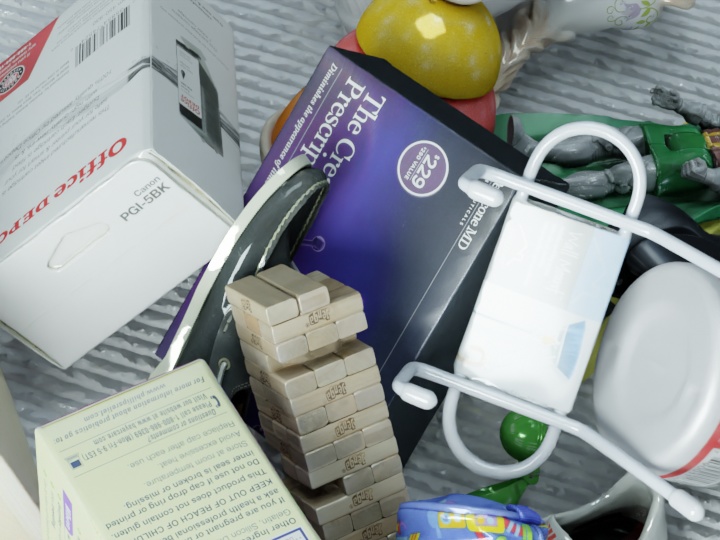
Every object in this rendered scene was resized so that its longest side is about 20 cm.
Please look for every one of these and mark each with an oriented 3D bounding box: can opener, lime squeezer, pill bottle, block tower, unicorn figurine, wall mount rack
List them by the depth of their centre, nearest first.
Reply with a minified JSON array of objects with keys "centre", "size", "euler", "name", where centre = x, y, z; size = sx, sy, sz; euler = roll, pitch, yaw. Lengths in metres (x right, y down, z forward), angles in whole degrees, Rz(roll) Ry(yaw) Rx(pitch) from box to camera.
[{"centre":[0.116,0.033,1.369],"size":[0.173,0.201,0.075],"euler":[20,16,7],"name":"wall mount rack"},{"centre":[-0.014,0.098,1.388],"size":[0.054,0.201,0.058],"euler":[-21,21,-21],"name":"block tower"},{"centre":[0.235,0.070,1.445],"size":[0.199,0.114,0.114],"euler":[14,44,-30],"name":"pill bottle"},{"centre":[0.071,0.095,1.482],"size":[0.070,0.038,0.200],"euler":[38,74,3],"name":"lime squeezer"},{"centre":[0.204,0.004,1.531],"size":[0.199,0.063,0.079],"euler":[9,39,-47],"name":"can opener"},{"centre":[0.121,-0.164,1.688],"size":[0.199,0.074,0.138],"euler":[-23,33,1],"name":"unicorn figurine"}]

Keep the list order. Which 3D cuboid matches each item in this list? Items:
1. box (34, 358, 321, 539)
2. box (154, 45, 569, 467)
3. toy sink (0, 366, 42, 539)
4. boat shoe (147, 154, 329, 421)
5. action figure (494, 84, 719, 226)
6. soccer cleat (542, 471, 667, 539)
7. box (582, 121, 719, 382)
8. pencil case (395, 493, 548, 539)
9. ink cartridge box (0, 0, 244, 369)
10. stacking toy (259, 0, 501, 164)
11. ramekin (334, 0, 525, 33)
[{"centre":[-0.074,0.182,1.324],"size":[0.096,0.177,0.200],"euler":[-22,55,-21],"name":"box"},{"centre":[0.000,0.000,1.470],"size":[0.141,0.201,0.079],"euler":[34,12,20],"name":"box"},{"centre":[-0.257,0.060,1.425],"size":[0.111,0.131,0.201],"euler":[-24,56,-1],"name":"toy sink"},{"centre":[-0.060,0.034,1.422],"size":[0.067,0.201,0.072],"euler":[29,13,12],"name":"boat shoe"},{"centre":[0.185,-0.066,1.571],"size":[0.198,0.055,0.119],"euler":[-4,48,-14],"name":"action figure"},{"centre":[0.086,0.174,1.405],"size":[0.199,0.085,0.069],"euler":[-31,60,-27],"name":"soccer cleat"},{"centre":[0.155,-0.007,1.582],"size":[0.200,0.050,0.075],"euler":[-35,60,-30],"name":"box"},{"centre":[0.057,0.211,1.325],"size":[0.086,0.078,0.202],"euler":[-5,80,29],"name":"pencil case"},{"centre":[-0.145,-0.064,1.514],"size":[0.146,0.083,0.201],"euler":[-35,34,22],"name":"ink cartridge box"},{"centre":[0.037,-0.119,1.553],"size":[0.145,0.201,0.147],"euler":[18,31,-11],"name":"stacking toy"},{"centre":[0.057,-0.234,1.669],"size":[0.201,0.095,0.203],"euler":[-24,28,13],"name":"ramekin"}]
